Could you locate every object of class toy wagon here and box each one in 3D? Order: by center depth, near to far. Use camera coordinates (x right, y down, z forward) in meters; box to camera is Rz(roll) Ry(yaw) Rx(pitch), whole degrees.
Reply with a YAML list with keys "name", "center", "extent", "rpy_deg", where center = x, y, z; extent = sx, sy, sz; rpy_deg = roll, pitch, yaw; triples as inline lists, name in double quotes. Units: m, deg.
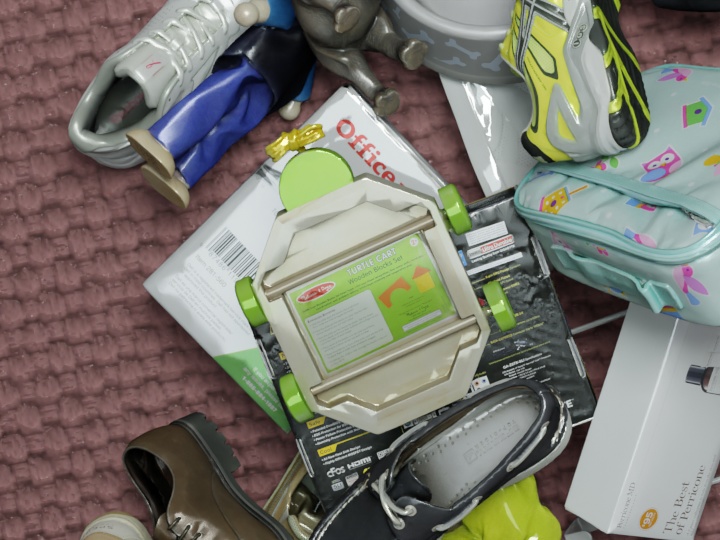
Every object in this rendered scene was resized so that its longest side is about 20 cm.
- name: "toy wagon"
  center: [0.000, 0.000, 1.074]
  extent: [0.154, 0.040, 0.201]
  rpy_deg: [-24, 99, 5]

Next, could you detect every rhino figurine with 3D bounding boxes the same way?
- name: "rhino figurine"
  center: [-0.019, -0.189, 1.068]
  extent: [0.060, 0.200, 0.087]
  rpy_deg: [-38, 53, -10]

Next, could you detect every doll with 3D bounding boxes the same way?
- name: "doll"
  center: [-0.071, -0.137, 1.153]
  extent: [0.048, 0.137, 0.200]
  rpy_deg: [35, 72, 25]

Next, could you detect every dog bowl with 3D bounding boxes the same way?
- name: "dog bowl"
  center: [0.093, -0.227, 1.127]
  extent: [0.199, 0.059, 0.201]
  rpy_deg: [-3, 77, 12]

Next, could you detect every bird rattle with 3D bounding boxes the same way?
- name: "bird rattle"
  center: [0.110, 0.204, 1.171]
  extent: [0.200, 0.163, 0.113]
  rpy_deg: [37, 83, -32]

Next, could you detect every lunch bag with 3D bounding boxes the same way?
- name: "lunch bag"
  center: [0.195, -0.049, 1.024]
  extent: [0.160, 0.200, 0.077]
  rpy_deg: [-41, 118, -16]

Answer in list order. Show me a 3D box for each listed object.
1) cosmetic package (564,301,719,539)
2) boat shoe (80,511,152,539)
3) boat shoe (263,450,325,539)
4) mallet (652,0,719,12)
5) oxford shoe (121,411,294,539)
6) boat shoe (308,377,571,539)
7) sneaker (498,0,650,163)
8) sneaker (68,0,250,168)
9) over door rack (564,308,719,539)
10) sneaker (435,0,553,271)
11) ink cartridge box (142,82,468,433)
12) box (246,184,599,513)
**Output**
- name: "cosmetic package"
  center: [0.205, 0.073, 1.106]
  extent: [0.082, 0.051, 0.201]
  rpy_deg: [11, 99, -33]
- name: "boat shoe"
  center: [-0.150, 0.274, 1.243]
  extent: [0.074, 0.069, 0.201]
  rpy_deg: [-33, 93, 9]
- name: "boat shoe"
  center: [-0.039, 0.181, 1.216]
  extent: [0.071, 0.076, 0.201]
  rpy_deg: [20, 100, 1]
- name: "mallet"
  center: [0.255, -0.260, 1.120]
  extent: [0.066, 0.041, 0.201]
  rpy_deg: [19, 81, 40]
- name: "oxford shoe"
  center: [-0.102, 0.192, 1.182]
  extent: [0.200, 0.084, 0.073]
  rpy_deg: [48, 131, 27]
- name: "boat shoe"
  center: [0.044, 0.135, 1.077]
  extent: [0.199, 0.060, 0.074]
  rpy_deg: [-32, 66, 6]
- name: "sneaker"
  center: [0.116, -0.160, 1.039]
  extent: [0.076, 0.075, 0.201]
  rpy_deg: [-19, 65, 28]
- name: "sneaker"
  center: [-0.125, -0.145, 1.171]
  extent: [0.078, 0.099, 0.200]
  rpy_deg: [41, 99, -1]
- name: "over door rack"
  center: [0.211, 0.086, 1.184]
  extent: [0.199, 0.067, 0.148]
  rpy_deg: [-22, 93, 7]
- name: "sneaker"
  center: [0.128, -0.104, 1.166]
  extent: [0.115, 0.074, 0.201]
  rpy_deg: [-20, 94, 11]
- name: "ink cartridge box"
  center: [-0.028, -0.012, 1.186]
  extent: [0.200, 0.084, 0.146]
  rpy_deg: [-43, 94, 8]
- name: "box"
  center: [0.040, 0.053, 1.128]
  extent: [0.199, 0.049, 0.160]
  rpy_deg: [-21, 99, 5]
